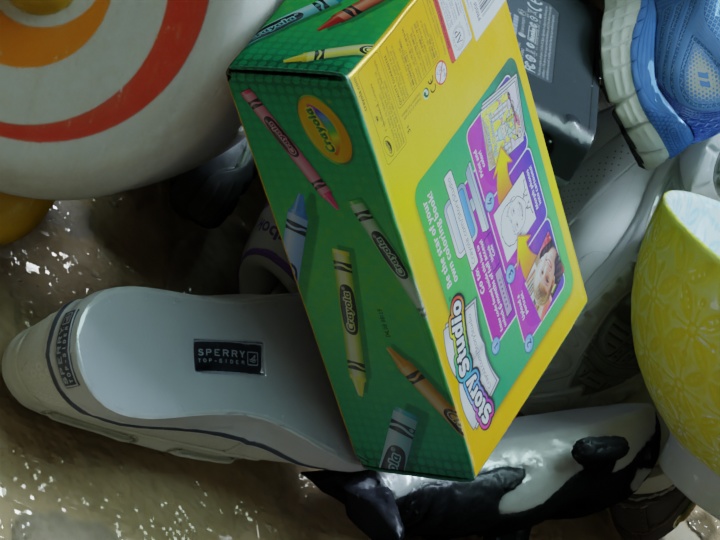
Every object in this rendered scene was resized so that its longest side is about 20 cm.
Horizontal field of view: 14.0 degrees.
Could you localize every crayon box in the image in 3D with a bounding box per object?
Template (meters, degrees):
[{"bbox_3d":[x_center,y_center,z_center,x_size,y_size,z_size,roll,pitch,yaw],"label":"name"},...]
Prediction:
[{"bbox_3d":[0.023,-0.030,1.175,0.119,0.058,0.201,-53,137,-41],"label":"crayon box"}]

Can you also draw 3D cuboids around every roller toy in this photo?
[{"bbox_3d":[-0.115,-0.121,1.181,0.140,0.199,0.183,-30,97,-78],"label":"roller toy"}]

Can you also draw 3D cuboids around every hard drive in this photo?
[{"bbox_3d":[0.015,-0.125,1.333,0.199,0.033,0.140,27,30,-9],"label":"hard drive"}]

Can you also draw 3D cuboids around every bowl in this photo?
[{"bbox_3d":[0.195,0.062,1.317,0.199,0.108,0.200,29,12,-7],"label":"bowl"}]

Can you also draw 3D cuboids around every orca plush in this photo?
[{"bbox_3d":[0.064,0.108,1.299,0.200,0.105,0.072,-13,98,-58],"label":"orca plush"}]

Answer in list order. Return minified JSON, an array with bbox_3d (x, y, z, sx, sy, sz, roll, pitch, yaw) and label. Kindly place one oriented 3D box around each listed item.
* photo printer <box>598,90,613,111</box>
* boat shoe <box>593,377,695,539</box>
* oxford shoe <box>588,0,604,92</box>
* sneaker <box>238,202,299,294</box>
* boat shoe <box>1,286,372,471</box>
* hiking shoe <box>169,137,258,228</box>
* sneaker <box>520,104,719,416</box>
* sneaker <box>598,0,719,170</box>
[{"bbox_3d":[0.110,-0.076,1.538,0.200,0.069,0.167,-8,64,-53],"label":"photo printer"},{"bbox_3d":[0.158,0.045,1.451,0.060,0.071,0.201,78,26,-45],"label":"boat shoe"},{"bbox_3d":[0.126,-0.126,1.476,0.199,0.073,0.085,3,57,-48],"label":"oxford shoe"},{"bbox_3d":[-0.001,0.000,1.325,0.072,0.115,0.200,25,-7,27],"label":"sneaker"},{"bbox_3d":[-0.058,0.047,1.205,0.199,0.070,0.071,7,76,-43],"label":"boat shoe"},{"bbox_3d":[-0.091,-0.097,1.327,0.100,0.076,0.201,20,35,-21],"label":"hiking shoe"},{"bbox_3d":[0.120,-0.019,1.411,0.099,0.200,0.078,26,-15,39],"label":"sneaker"},{"bbox_3d":[0.159,-0.138,1.384,0.079,0.089,0.201,58,24,-50],"label":"sneaker"}]
